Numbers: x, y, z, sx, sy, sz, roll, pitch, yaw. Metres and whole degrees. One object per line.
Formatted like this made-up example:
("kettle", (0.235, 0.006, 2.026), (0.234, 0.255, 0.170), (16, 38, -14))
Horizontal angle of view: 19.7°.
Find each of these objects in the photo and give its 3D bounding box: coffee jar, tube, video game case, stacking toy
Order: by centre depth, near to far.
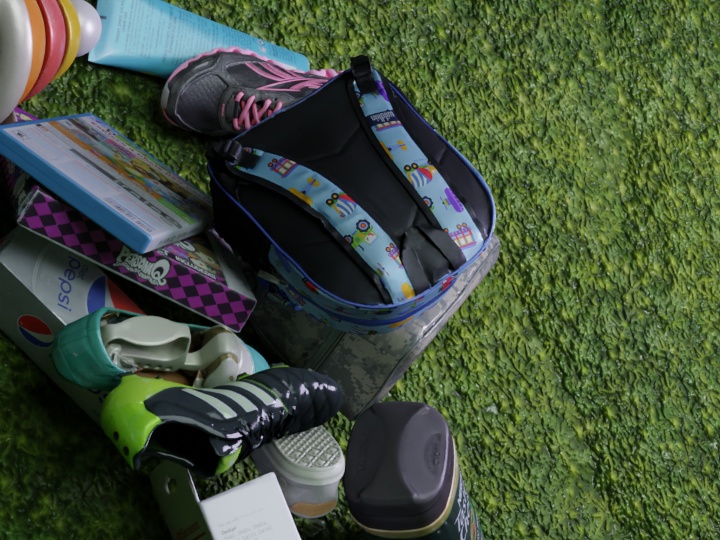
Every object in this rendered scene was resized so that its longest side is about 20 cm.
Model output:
("video game case", (-0.189, -0.070, 1.581), (0.143, 0.018, 0.200), (35, 13, 7))
("video game case", (-0.186, -0.042, 1.609), (0.199, 0.036, 0.181), (28, 14, -26))
("stacking toy", (-0.268, -0.187, 1.640), (0.200, 0.146, 0.147), (-16, 79, -59))
("coffee jar", (0.044, 0.193, 1.647), (0.201, 0.085, 0.105), (70, 23, -52))
("tube", (-0.139, -0.189, 1.784), (0.199, 0.050, 0.078), (16, 66, -30))

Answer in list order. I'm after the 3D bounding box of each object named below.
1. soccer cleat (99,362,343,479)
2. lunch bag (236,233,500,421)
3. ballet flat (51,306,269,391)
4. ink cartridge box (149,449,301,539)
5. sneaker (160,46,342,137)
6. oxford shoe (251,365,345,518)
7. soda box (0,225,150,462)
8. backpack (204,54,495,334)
("soccer cleat", (-0.095, 0.114, 1.519), (0.199, 0.068, 0.081), (-1, 43, -31))
("lunch bag", (0.000, 0.000, 1.741), (0.168, 0.140, 0.200), (41, 44, 2))
("ballet flat", (-0.133, 0.067, 1.549), (0.199, 0.070, 0.068), (10, 62, -38))
("ink cartridge box", (-0.085, 0.227, 1.564), (0.066, 0.116, 0.201), (-19, 82, -21))
("sneaker", (-0.069, -0.136, 1.755), (0.198, 0.080, 0.095), (2, 23, -23))
("oxford shoe", (-0.062, 0.132, 1.631), (0.075, 0.058, 0.200), (-5, 26, -17))
("soda box", (-0.208, 0.052, 1.592), (0.200, 0.068, 0.064), (45, 48, -12))
("backpack", (0.001, -0.037, 1.588), (0.182, 0.135, 0.200), (-33, 63, -23))
